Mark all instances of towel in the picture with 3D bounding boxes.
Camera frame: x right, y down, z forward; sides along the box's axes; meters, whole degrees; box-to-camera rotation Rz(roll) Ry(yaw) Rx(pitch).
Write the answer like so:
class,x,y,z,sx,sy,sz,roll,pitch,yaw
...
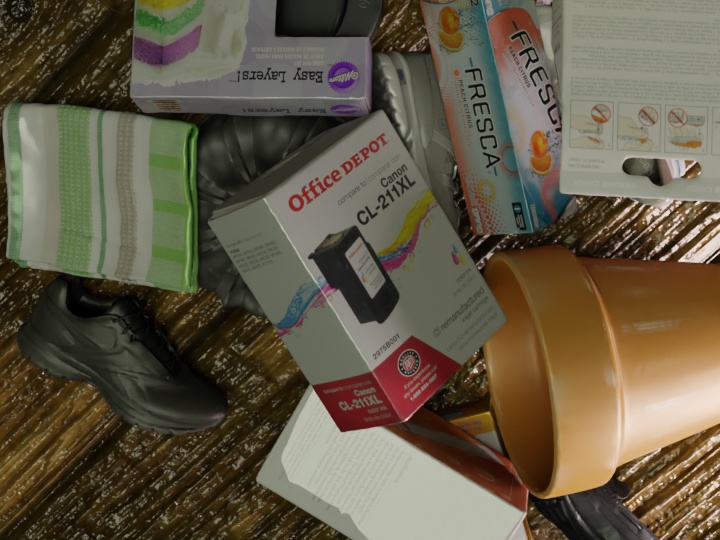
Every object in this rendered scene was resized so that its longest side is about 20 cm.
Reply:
class,x,y,z,sx,sy,sz,roll,pitch,yaw
towel,-0.223,-0.063,1.138,0.200,0.031,0.149,9,108,29

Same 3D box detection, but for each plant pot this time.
class,x,y,z,sx,sy,sz,roll,pitch,yaw
plant pot,0.212,0.069,1.090,0.183,0.200,0.200,-10,104,-8

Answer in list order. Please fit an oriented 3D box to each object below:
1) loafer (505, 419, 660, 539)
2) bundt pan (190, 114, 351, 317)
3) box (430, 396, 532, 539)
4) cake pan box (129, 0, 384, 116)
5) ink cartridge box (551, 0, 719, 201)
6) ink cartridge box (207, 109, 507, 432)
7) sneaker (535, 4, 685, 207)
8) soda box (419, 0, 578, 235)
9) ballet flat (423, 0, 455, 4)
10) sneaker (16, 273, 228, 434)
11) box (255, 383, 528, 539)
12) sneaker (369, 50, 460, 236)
class,x,y,z,sx,sy,sz,roll,pitch,yaw
loafer,0.204,0.206,1.190,0.070,0.068,0.201,-39,91,-22
bundt pan,-0.076,-0.048,1.141,0.202,0.076,0.202,2,106,7
box,0.088,0.224,1.215,0.119,0.041,0.200,-15,101,10
cake pan box,-0.079,-0.217,1.074,0.200,0.052,0.184,3,84,5
ink cartridge box,0.231,-0.152,1.048,0.160,0.047,0.200,3,85,-3
ink cartridge box,0.000,0.000,1.033,0.083,0.146,0.200,-16,109,52
sneaker,0.195,-0.132,1.082,0.075,0.087,0.200,-40,96,17
soda box,0.112,-0.132,1.076,0.068,0.064,0.200,0,109,48
ballet flat,0.017,-0.288,1.027,0.067,0.046,0.200,-32,78,-2
sneaker,-0.203,0.074,1.185,0.200,0.076,0.091,27,113,-3
box,0.031,0.172,1.122,0.200,0.124,0.098,31,101,3
sneaker,0.064,-0.088,1.110,0.082,0.075,0.200,-17,103,-22
